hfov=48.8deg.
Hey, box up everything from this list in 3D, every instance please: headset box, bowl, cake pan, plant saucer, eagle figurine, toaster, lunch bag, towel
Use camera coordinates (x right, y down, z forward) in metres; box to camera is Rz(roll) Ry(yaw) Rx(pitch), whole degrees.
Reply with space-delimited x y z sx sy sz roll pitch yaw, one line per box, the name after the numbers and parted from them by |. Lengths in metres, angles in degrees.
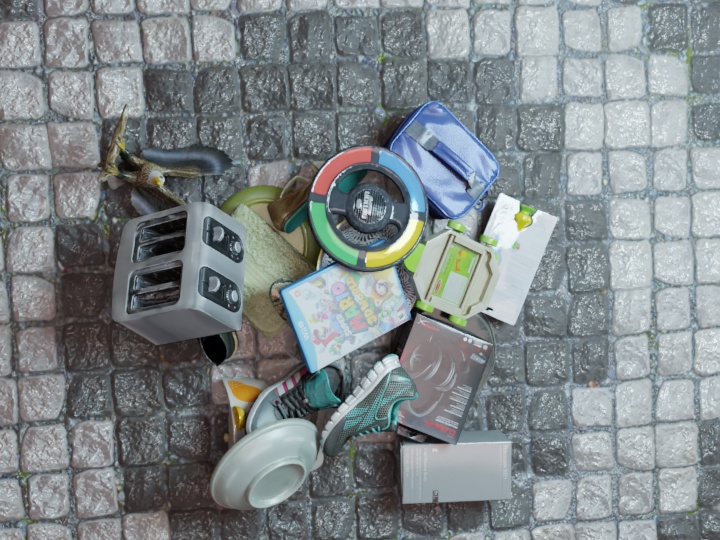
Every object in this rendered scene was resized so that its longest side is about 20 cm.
0.119 0.189 1.349 0.146 0.077 0.204 22 89 -7 | headset box
0.000 0.000 1.343 0.197 0.094 0.206 -3 98 -25 | bowl
0.150 0.145 1.407 0.195 0.037 0.205 0 93 -6 | cake pan
-0.165 -0.045 1.366 0.195 0.031 0.205 0 93 -7 | plant saucer
-0.327 -0.149 1.305 0.197 0.153 0.152 22 128 -31 | eagle figurine
-0.282 0.008 1.228 0.196 0.119 0.185 -11 62 23 | toaster
0.137 -0.176 1.341 0.199 0.132 0.136 41 88 -6 | lunch bag
-0.142 0.325 1.268 0.199 0.201 0.050 -37 52 -4 | plant saucer
-0.172 0.001 1.335 0.200 0.036 0.149 44 87 -7 | towel

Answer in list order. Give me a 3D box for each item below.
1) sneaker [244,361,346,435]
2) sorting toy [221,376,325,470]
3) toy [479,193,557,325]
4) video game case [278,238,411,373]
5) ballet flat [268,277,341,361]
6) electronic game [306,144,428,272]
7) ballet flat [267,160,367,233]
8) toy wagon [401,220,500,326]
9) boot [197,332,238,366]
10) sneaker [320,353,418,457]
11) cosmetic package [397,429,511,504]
-0.091 0.211 1.295 0.200 0.120 0.085 -42 106 -41 | sneaker
-0.145 0.288 1.366 0.176 0.106 0.205 -1 93 -25 | sorting toy
0.256 -0.021 1.404 0.113 0.047 0.204 22 96 -5 | toy
-0.021 0.056 1.277 0.197 0.018 0.146 -26 108 -21 | video game case
-0.077 0.086 1.314 0.068 0.074 0.201 -54 138 -22 | ballet flat
0.012 -0.099 1.256 0.195 0.042 0.205 1 83 -9 | electronic game
-0.079 -0.142 1.349 0.199 0.068 0.072 -39 67 -18 | ballet flat
0.142 -0.003 1.332 0.197 0.040 0.158 22 92 -20 | toy wagon
-0.265 0.061 1.306 0.077 0.138 0.202 -35 95 -3 | boot
0.015 0.235 1.274 0.091 0.077 0.201 42 100 17 | sneaker
0.163 0.344 1.394 0.195 0.090 0.110 -2 93 -3 | cosmetic package
